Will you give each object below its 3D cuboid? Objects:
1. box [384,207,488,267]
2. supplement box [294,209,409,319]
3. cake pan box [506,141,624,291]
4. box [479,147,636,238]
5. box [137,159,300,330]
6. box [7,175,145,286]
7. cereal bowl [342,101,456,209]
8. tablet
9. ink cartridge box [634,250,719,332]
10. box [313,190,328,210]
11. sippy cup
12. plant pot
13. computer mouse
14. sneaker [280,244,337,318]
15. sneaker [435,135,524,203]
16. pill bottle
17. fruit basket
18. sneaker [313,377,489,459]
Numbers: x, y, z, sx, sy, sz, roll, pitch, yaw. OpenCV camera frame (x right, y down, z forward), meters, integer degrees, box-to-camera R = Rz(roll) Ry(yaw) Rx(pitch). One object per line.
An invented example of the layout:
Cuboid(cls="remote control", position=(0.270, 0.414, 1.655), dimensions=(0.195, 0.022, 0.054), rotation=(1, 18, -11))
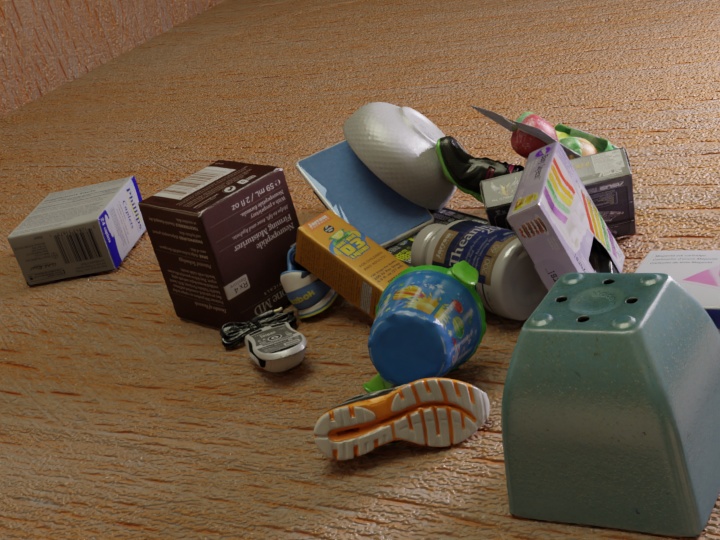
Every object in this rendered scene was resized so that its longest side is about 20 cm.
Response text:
Cuboid(cls="box", position=(0.088, -0.040, 1.847), dimensions=(0.160, 0.044, 0.200), rotation=(-29, 26, -25))
Cuboid(cls="supplement box", position=(0.000, 0.000, 1.689), dimensions=(0.200, 0.069, 0.067), rotation=(34, 51, 29))
Cuboid(cls="cake pan box", position=(0.261, -0.036, 1.539), dimensions=(0.052, 0.200, 0.184), rotation=(-22, 20, 30))
Cuboid(cls="box", position=(0.274, -0.086, 1.691), dimensions=(0.200, 0.158, 0.048), rotation=(-13, 60, 8))
Cuboid(cls="box", position=(-0.196, -0.039, 1.833), dimensions=(0.166, 0.200, 0.164), rotation=(-34, 29, -34))
Cuboid(cls="box", position=(-0.505, -0.073, 2.230), dimensions=(0.184, 0.105, 0.200), rotation=(-10, 25, 15))
Cuboid(cls="cereal bowl", position=(0.075, -0.188, 1.875), dimensions=(0.083, 0.200, 0.200), rotation=(-49, 15, 20))
Cuboid(cls="tablet", position=(0.005, -0.117, 1.856), dimensions=(0.130, 0.014, 0.200), rotation=(-26, 62, -23))
Cuboid(cls="ink cartridge box", position=(0.436, 0.010, 1.513), dimensions=(0.196, 0.043, 0.200), rotation=(0, 30, 34))
Cuboid(cls="box", position=(0.029, -0.158, 2.024), dimensions=(0.122, 0.106, 0.200), rotation=(-32, 12, 35))
Cuboid(cls="sippy cup", position=(0.070, 0.075, 1.458), dimensions=(0.139, 0.178, 0.130), rotation=(3, 16, 16))
Cuboid(cls="plant pot", position=(0.250, 0.112, 1.207), dimensions=(0.196, 0.200, 0.196), rotation=(1, 28, 33))
Cuboid(cls="computer mouse", position=(-0.122, 0.102, 1.674), dimensions=(0.109, 0.044, 0.200), rotation=(-17, 17, -12))
Cuboid(cls="sneaker", position=(-0.055, -0.021, 1.803), dimensions=(0.074, 0.082, 0.200), rotation=(-22, 27, 37))
Cuboid(cls="sneaker", position=(0.197, -0.137, 1.812), dimensions=(0.084, 0.200, 0.077), rotation=(-50, 3, 29))
Cuboid(cls="pill bottle", position=(0.159, -0.007, 1.641), dimensions=(0.111, 0.111, 0.200), rotation=(-29, 27, -28))
Cuboid(cls="fruit basket", position=(0.275, -0.181, 1.751), dimensions=(0.094, 0.200, 0.185), rotation=(-57, 31, 0))
Cuboid(cls="sneaker", position=(0.046, 0.161, 1.395), dimensions=(0.200, 0.078, 0.077), rotation=(-8, 3, 1))
